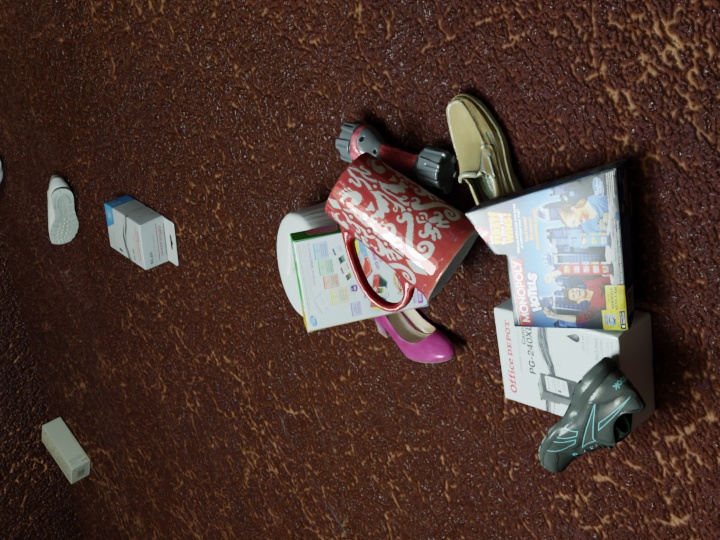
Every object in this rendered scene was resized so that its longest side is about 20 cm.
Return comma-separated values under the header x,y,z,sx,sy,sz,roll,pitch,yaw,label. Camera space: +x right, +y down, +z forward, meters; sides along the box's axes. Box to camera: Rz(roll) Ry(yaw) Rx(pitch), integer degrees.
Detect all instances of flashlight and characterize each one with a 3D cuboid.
x,y,z,sx,sy,sz,roll,pitch,yaw,label
0.053,-0.174,1.377,0.199,0.068,0.069,21,85,40,flashlight

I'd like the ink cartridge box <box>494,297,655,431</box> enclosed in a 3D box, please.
x,y,z,sx,sy,sz,roll,pitch,yaw,label
0.283,0.117,1.238,0.199,0.083,0.147,12,120,46,ink cartridge box

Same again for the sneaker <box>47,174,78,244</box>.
x,y,z,sx,sy,sz,roll,pitch,yaw,label
-0.794,-0.158,2.449,0.081,0.076,0.201,52,139,35,sneaker

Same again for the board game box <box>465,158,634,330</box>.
x,y,z,sx,sy,sz,roll,pitch,yaw,label
0.239,-0.032,1.165,0.198,0.062,0.202,1,107,31,board game box

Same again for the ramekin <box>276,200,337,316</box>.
x,y,z,sx,sy,sz,roll,pitch,yaw,label
-0.063,-0.015,1.543,0.200,0.097,0.203,37,133,53,ramekin

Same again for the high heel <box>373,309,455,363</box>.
x,y,z,sx,sy,sz,roll,pitch,yaw,label
0.078,0.079,1.490,0.200,0.067,0.097,32,145,55,high heel

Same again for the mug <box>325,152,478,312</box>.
x,y,z,sx,sy,sz,roll,pitch,yaw,label
0.045,-0.053,1.323,0.199,0.178,0.134,37,170,9,mug

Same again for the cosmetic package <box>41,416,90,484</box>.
x,y,z,sx,sy,sz,roll,pitch,yaw,label
-1.000,0.610,3.142,0.200,0.073,0.104,48,141,22,cosmetic package

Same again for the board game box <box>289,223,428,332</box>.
x,y,z,sx,sy,sz,roll,pitch,yaw,label
0.000,0.000,1.434,0.040,0.198,0.155,-121,22,-66,board game box

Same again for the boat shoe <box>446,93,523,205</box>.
x,y,z,sx,sy,sz,roll,pitch,yaw,label
0.161,-0.141,1.246,0.072,0.076,0.202,-31,85,54,boat shoe

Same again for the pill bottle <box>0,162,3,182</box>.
x,y,z,sx,sy,sz,roll,pitch,yaw,label
-1.124,-0.274,2.748,0.200,0.111,0.112,-35,83,53,pill bottle

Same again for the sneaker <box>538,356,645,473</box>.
x,y,z,sx,sy,sz,roll,pitch,yaw,label
0.285,0.200,1.155,0.079,0.075,0.201,40,137,23,sneaker

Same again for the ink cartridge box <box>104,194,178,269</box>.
x,y,z,sx,sy,sz,roll,pitch,yaw,label
-0.502,-0.082,2.118,0.199,0.066,0.117,27,129,40,ink cartridge box
